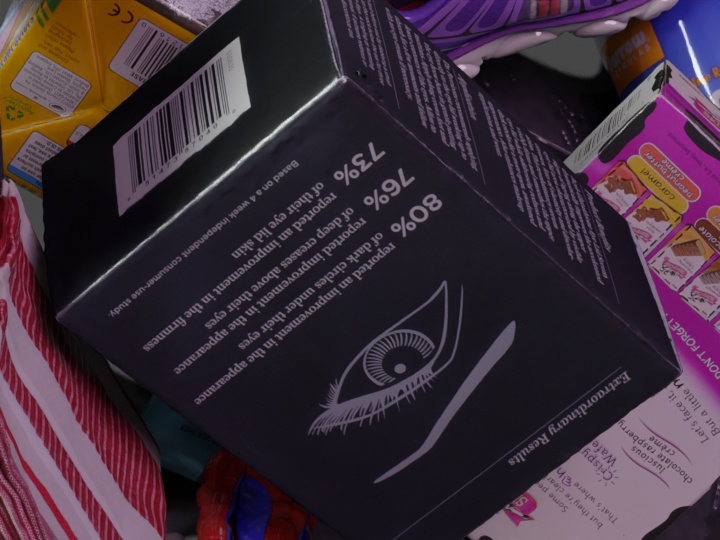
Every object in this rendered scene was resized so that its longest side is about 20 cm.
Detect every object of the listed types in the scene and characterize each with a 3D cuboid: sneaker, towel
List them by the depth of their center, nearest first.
[{"bbox_3d":[-0.103,0.063,1.044,0.200,0.023,0.144,-98,162,-64],"label":"towel"},{"bbox_3d":[0.077,-0.143,1.315,0.200,0.083,0.081,-26,64,-3],"label":"sneaker"}]

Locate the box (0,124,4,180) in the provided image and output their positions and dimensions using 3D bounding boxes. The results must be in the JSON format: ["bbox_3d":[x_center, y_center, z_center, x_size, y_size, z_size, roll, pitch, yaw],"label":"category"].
[{"bbox_3d":[-0.204,-0.053,1.078,0.122,0.200,0.106,14,58,4],"label":"box"}]

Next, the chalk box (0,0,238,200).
[{"bbox_3d":[-0.070,-0.120,1.238,0.124,0.124,0.200,30,41,-12],"label":"chalk box"}]

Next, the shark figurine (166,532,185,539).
[{"bbox_3d":[-0.154,0.129,1.102,0.089,0.214,0.128,24,84,26],"label":"shark figurine"}]

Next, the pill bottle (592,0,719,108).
[{"bbox_3d":[0.175,-0.095,1.383,0.112,0.112,0.200,-15,75,-34],"label":"pill bottle"}]

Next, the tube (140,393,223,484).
[{"bbox_3d":[-0.024,0.000,1.228,0.077,0.050,0.200,25,88,-12],"label":"tube"}]

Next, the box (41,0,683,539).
[{"bbox_3d":[0.000,0.000,1.121,0.200,0.148,0.104,41,21,-31],"label":"box"}]

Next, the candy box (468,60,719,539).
[{"bbox_3d":[0.107,0.031,1.236,0.136,0.200,0.061,43,18,-6],"label":"candy box"}]

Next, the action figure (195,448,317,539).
[{"bbox_3d":[-0.042,0.140,1.175,0.065,0.052,0.200,25,61,-35],"label":"action figure"}]
